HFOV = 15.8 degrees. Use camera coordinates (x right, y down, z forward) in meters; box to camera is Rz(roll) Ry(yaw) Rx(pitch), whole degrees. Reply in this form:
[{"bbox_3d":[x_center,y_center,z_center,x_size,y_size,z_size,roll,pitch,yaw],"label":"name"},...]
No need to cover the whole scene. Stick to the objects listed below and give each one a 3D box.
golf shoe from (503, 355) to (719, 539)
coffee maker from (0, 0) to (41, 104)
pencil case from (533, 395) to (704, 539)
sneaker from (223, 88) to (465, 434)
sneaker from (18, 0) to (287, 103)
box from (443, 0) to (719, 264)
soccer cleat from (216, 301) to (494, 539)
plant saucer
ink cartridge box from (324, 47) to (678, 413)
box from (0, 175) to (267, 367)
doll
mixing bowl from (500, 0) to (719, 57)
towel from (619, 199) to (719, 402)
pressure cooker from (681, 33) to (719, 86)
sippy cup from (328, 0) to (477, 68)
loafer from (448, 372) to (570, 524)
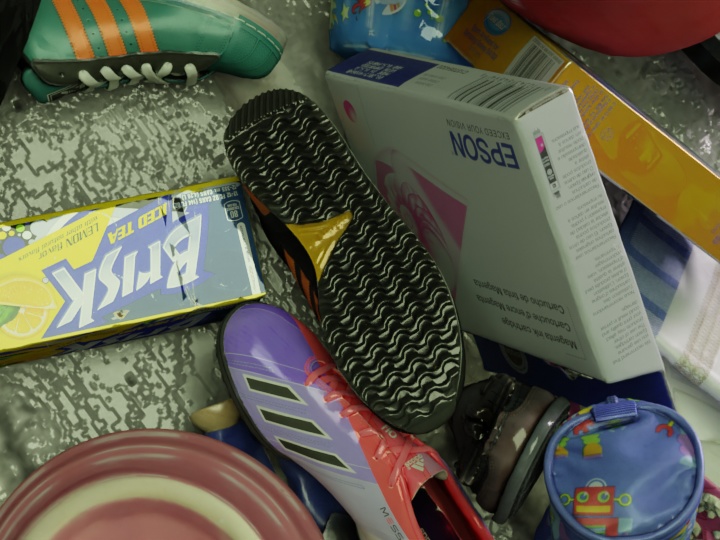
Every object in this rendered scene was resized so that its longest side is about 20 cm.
[{"bbox_3d":[0.152,0.056,1.428,0.200,0.075,0.092,46,62,-5],"label":"golf shoe"},{"bbox_3d":[-0.279,-0.128,1.323,0.199,0.193,0.135,27,31,8],"label":"coffee maker"},{"bbox_3d":[0.125,0.129,1.300,0.078,0.200,0.087,-11,66,-4],"label":"pencil case"},{"bbox_3d":[0.000,0.000,1.356,0.070,0.090,0.201,-31,73,0],"label":"sneaker"},{"bbox_3d":[-0.142,-0.122,1.398,0.199,0.071,0.080,13,81,-4],"label":"sneaker"},{"bbox_3d":[0.143,-0.064,1.361,0.200,0.119,0.042,32,100,-30],"label":"box"},{"bbox_3d":[0.005,0.092,1.339,0.068,0.073,0.200,-40,95,-34],"label":"soccer cleat"},{"bbox_3d":[-0.110,0.181,1.327,0.199,0.051,0.202,-1,83,5],"label":"plant saucer"},{"bbox_3d":[0.070,-0.008,1.317,0.043,0.196,0.201,-28,111,-22],"label":"ink cartridge box"},{"bbox_3d":[-0.155,0.006,1.369,0.199,0.064,0.070,-12,82,-13],"label":"box"},{"bbox_3d":[-0.028,0.160,1.374,0.136,0.048,0.201,-22,81,-14],"label":"doll"},{"bbox_3d":[0.144,-0.182,1.301,0.200,0.200,0.108,-49,131,-15],"label":"mixing bowl"},{"bbox_3d":[0.215,0.045,1.416,0.200,0.024,0.147,37,30,-4],"label":"towel"},{"bbox_3d":[0.252,-0.179,1.427,0.178,0.200,0.176,-25,70,-42],"label":"pressure cooker"},{"bbox_3d":[0.040,-0.173,1.417,0.177,0.139,0.131,10,87,34],"label":"sippy cup"},{"bbox_3d":[0.068,0.086,1.336,0.063,0.200,0.072,29,89,6],"label":"loafer"}]
